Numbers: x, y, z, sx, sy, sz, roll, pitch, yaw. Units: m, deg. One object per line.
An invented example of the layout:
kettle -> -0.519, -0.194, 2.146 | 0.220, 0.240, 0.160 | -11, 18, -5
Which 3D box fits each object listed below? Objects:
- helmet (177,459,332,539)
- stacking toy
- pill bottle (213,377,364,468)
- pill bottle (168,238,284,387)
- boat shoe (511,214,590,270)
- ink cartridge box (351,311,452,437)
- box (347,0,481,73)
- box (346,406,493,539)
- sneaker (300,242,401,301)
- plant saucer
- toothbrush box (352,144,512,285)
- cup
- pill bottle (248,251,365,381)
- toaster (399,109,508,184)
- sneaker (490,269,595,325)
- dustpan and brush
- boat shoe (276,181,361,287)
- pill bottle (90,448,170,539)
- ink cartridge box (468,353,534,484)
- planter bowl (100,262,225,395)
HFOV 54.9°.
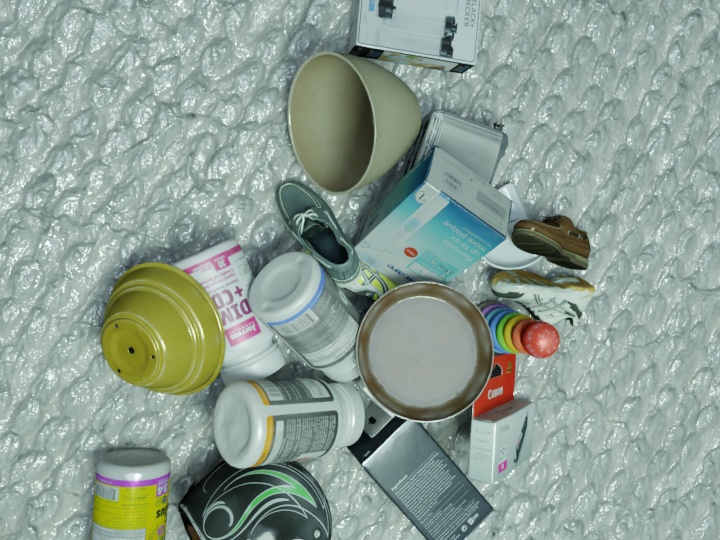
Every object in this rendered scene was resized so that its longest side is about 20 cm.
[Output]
helmet -> -0.142, 0.358, 0.998 | 0.190, 0.200, 0.201 | -25, 98, -27
stacking toy -> 0.240, 0.097, 1.075 | 0.085, 0.200, 0.086 | 0, 92, -13
pill bottle -> -0.097, 0.212, 0.985 | 0.199, 0.116, 0.117 | 6, 90, -43
pill bottle -> -0.193, 0.064, 1.013 | 0.113, 0.113, 0.201 | -25, 98, -12
boat shoe -> 0.311, -0.057, 1.131 | 0.200, 0.072, 0.068 | 21, 79, -47
ink cartridge box -> 0.052, 0.152, 1.074 | 0.068, 0.116, 0.200 | 45, 81, -10
box -> 0.086, -0.389, 1.094 | 0.199, 0.060, 0.117 | 6, 90, -14
box -> 0.082, 0.313, 1.070 | 0.107, 0.148, 0.200 | -42, 101, -9
sneaker -> 0.000, 0.000, 1.079 | 0.199, 0.075, 0.077 | 19, 88, -15
plant saucer -> 0.091, 0.117, 1.003 | 0.199, 0.032, 0.201 | 1, 81, -4
toothbrush box -> 0.100, -0.063, 1.019 | 0.146, 0.200, 0.086 | 34, 49, -15
cup -> 0.006, -0.222, 1.030 | 0.143, 0.200, 0.201 | -16, 96, -39
pill bottle -> -0.062, 0.074, 1.010 | 0.114, 0.114, 0.200 | -46, 133, -8
toaster -> 0.143, -0.165, 1.089 | 0.129, 0.114, 0.201 | 20, 89, -11
sneaker -> 0.296, 0.053, 1.140 | 0.199, 0.076, 0.088 | 7, 112, -23
dustpan and brush -> 0.209, -0.044, 1.134 | 0.199, 0.057, 0.140 | -29, 98, -11
boat shoe -> -0.065, -0.066, 1.028 | 0.073, 0.062, 0.200 | -33, 68, -6
pill bottle -> -0.332, 0.367, 0.995 | 0.104, 0.104, 0.201 | 5, 91, -14
ink cartridge box -> 0.228, 0.224, 1.094 | 0.043, 0.200, 0.175 | 4, 91, 30
planter bowl -> -0.293, 0.096, 0.953 | 0.199, 0.083, 0.201 | 7, 108, 20
